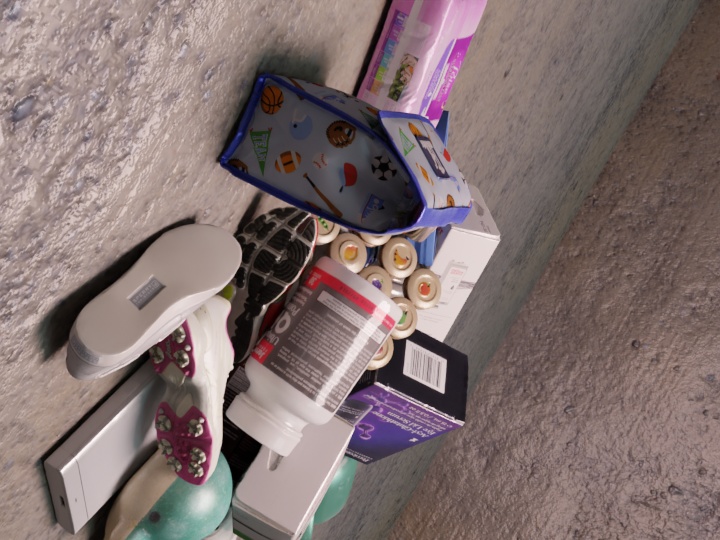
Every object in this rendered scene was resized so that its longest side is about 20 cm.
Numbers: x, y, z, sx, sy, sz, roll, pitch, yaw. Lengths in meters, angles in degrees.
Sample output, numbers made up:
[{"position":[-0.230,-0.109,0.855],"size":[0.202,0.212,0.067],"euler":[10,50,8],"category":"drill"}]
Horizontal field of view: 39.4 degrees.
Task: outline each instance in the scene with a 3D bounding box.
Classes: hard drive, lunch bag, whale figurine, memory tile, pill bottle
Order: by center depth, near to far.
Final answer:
[{"position":[0.002,-0.101,0.956],"size":[0.124,0.200,0.170],"euler":[-64,162,14],"category":"lunch bag"},{"position":[-0.232,0.159,1.015],"size":[0.200,0.027,0.132],"euler":[-48,160,-36],"category":"hard drive"},{"position":[-0.053,0.094,1.076],"size":[0.200,0.111,0.111],"euler":[-55,163,-6],"category":"pill bottle"},{"position":[-0.214,0.268,1.090],"size":[0.200,0.104,0.159],"euler":[-52,180,21],"category":"whale figurine"},{"position":[0.000,0.000,1.169],"size":[0.153,0.200,0.017],"euler":[-47,-164,-26],"category":"memory tile"}]

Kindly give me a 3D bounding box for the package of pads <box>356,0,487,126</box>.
[{"position":[0.065,-0.236,1.130],"size":[0.120,0.076,0.200],"euler":[-27,143,-57],"category":"package of pads"}]

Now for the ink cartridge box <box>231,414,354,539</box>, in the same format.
[{"position":[-0.083,0.249,1.188],"size":[0.146,0.084,0.200],"euler":[-60,174,-23],"category":"ink cartridge box"}]

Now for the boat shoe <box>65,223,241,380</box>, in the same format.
[{"position":[-0.181,0.029,0.885],"size":[0.069,0.072,0.200],"euler":[-46,-175,45],"category":"boat shoe"}]

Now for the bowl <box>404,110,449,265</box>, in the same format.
[{"position":[0.085,-0.107,1.295],"size":[0.201,0.039,0.201],"euler":[6,90,-85],"category":"bowl"}]

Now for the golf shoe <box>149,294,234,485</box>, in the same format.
[{"position":[-0.154,0.115,0.989],"size":[0.092,0.075,0.200],"euler":[-32,129,-52],"category":"golf shoe"}]

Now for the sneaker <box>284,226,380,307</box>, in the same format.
[{"position":[-0.016,-0.003,1.272],"size":[0.146,0.081,0.200],"euler":[-25,136,-52],"category":"sneaker"}]

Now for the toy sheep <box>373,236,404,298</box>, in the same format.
[{"position":[0.009,0.044,1.359],"size":[0.138,0.138,0.200],"euler":[-16,128,-67],"category":"toy sheep"}]

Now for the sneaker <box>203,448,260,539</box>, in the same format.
[{"position":[-0.146,0.274,1.326],"size":[0.200,0.074,0.089],"euler":[-55,135,-15],"category":"sneaker"}]

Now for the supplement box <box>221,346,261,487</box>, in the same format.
[{"position":[-0.157,0.196,1.237],"size":[0.200,0.061,0.109],"euler":[-56,165,-12],"category":"supplement box"}]

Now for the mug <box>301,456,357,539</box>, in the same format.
[{"position":[-0.071,0.272,1.404],"size":[0.152,0.185,0.114],"euler":[-17,137,-32],"category":"mug"}]

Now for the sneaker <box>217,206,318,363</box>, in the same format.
[{"position":[-0.104,0.008,1.077],"size":[0.200,0.077,0.085],"euler":[-56,172,24],"category":"sneaker"}]

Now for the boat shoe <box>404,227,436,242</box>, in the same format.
[{"position":[0.038,-0.111,1.154],"size":[0.073,0.200,0.075],"euler":[31,106,-30],"category":"boat shoe"}]

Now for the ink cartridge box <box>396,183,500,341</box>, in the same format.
[{"position":[0.109,-0.018,1.468],"size":[0.147,0.083,0.200],"euler":[-106,-145,-51],"category":"ink cartridge box"}]

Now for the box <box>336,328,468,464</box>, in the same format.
[{"position":[0.018,0.156,1.291],"size":[0.200,0.148,0.104],"euler":[-34,-141,44],"category":"box"}]
